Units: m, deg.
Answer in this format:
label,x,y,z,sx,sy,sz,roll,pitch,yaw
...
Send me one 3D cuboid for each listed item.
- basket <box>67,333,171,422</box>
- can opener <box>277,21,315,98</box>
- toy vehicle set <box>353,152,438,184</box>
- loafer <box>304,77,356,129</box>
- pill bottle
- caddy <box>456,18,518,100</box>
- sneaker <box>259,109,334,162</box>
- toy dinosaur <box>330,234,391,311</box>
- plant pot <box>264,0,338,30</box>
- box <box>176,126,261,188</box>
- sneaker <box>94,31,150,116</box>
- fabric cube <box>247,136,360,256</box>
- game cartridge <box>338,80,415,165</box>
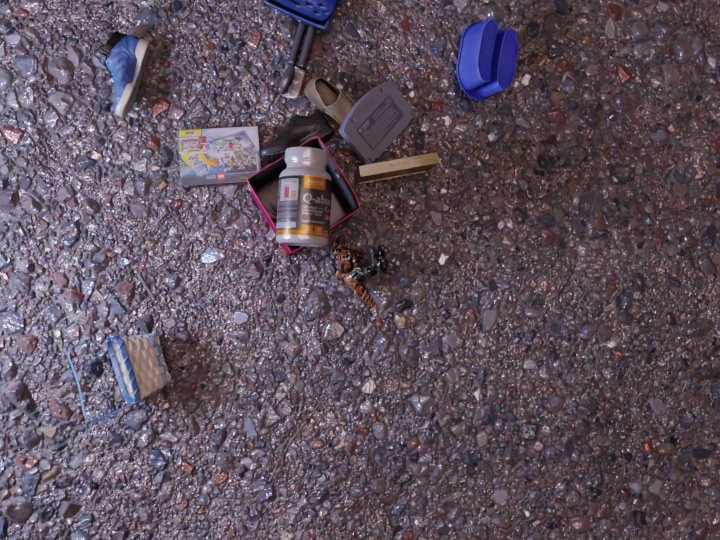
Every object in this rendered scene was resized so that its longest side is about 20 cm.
label,x,y,z,sx,sy,sz,roll,pitch,yaw
basket,-0.555,0.238,1.458,0.199,0.138,0.178,-14,90,-38
can opener,-0.157,-0.528,1.583,0.052,0.066,0.202,17,81,-8
toy vehicle set,0.087,-0.254,1.575,0.198,0.124,0.027,-11,90,-8
loafer,-0.056,-0.412,1.587,0.199,0.067,0.076,34,85,-8
pill bottle,-0.120,-0.155,1.350,0.115,0.116,0.203,3,89,-7
caddy,0.321,-0.545,1.627,0.140,0.105,0.203,12,86,-29
sneaker,-0.167,-0.336,1.577,0.198,0.076,0.091,-27,86,-17
toy dinosaur,0.000,0.000,1.586,0.135,0.102,0.201,-27,107,15
plant pot,-0.125,-0.717,1.520,0.198,0.180,0.202,21,75,-7
box,-0.347,-0.281,1.561,0.197,0.038,0.138,-4,89,-8
sneaker,-0.587,-0.476,1.512,0.110,0.077,0.202,16,82,-13
fabric cube,-0.137,-0.169,1.506,0.199,0.199,0.197,-33,92,-7
game cartridge,0.039,-0.377,1.584,0.200,0.040,0.134,-49,115,-19
